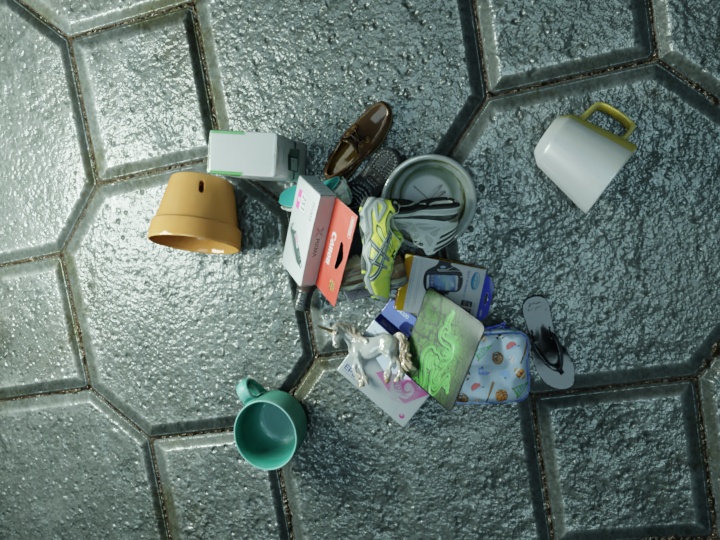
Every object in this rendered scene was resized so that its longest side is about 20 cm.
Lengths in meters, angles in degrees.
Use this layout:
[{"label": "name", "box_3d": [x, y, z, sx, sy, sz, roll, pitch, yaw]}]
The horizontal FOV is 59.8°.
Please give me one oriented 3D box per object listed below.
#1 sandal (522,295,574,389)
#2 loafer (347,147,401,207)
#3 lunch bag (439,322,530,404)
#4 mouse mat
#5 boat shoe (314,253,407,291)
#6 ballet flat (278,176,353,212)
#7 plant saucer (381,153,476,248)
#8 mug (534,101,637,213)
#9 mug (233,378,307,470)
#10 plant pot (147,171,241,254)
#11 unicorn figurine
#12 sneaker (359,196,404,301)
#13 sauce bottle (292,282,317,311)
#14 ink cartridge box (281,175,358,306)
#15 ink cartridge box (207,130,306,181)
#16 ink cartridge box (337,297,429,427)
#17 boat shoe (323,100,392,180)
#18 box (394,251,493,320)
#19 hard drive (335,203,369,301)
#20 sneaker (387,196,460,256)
[{"label": "sandal", "box_3d": [0.381, 0.153, 1.288, 0.075, 0.043, 0.204, -22, 92, 14]}, {"label": "loafer", "box_3d": [0.023, -0.179, 1.314, 0.199, 0.071, 0.073, -40, 90, 31]}, {"label": "lunch bag", "box_3d": [0.256, 0.190, 1.291, 0.194, 0.076, 0.165, -3, 93, 1]}, {"label": "mouse mat", "box_3d": [0.159, 0.156, 1.259, 0.160, 0.007, 0.204, 36, 118, 39]}, {"label": "boat shoe", "box_3d": [0.000, 0.000, 1.281, 0.194, 0.076, 0.074, -3, 100, 12]}, {"label": "ballet flat", "box_3d": [-0.093, -0.146, 1.320, 0.197, 0.071, 0.074, -4, 97, 44]}, {"label": "plant saucer", "box_3d": [0.137, -0.145, 1.282, 0.194, 0.051, 0.205, -1, 117, -1]}, {"label": "mug", "box_3d": [0.425, -0.223, 1.202, 0.152, 0.186, 0.151, 38, 136, 14]}, {"label": "mug", "box_3d": [-0.195, 0.333, 1.400, 0.148, 0.114, 0.191, 2, 97, 12]}, {"label": "plant pot", "box_3d": [-0.349, -0.123, 1.349, 0.194, 0.200, 0.144, 3, 80, 12]}, {"label": "unicorn figurine", "box_3d": [0.013, 0.173, 1.324, 0.194, 0.074, 0.141, -8, 84, 0]}, {"label": "sneaker", "box_3d": [0.043, -0.036, 1.178, 0.074, 0.076, 0.205, 0, 112, 16]}, {"label": "sauce bottle", "box_3d": [-0.105, -0.013, 1.363, 0.064, 0.066, 0.205, 14, 100, 10]}, {"label": "ink cartridge box", "box_3d": [-0.086, -0.057, 1.231, 0.174, 0.043, 0.204, 46, 130, 45]}, {"label": "ink cartridge box", "box_3d": [-0.207, -0.231, 1.289, 0.142, 0.200, 0.087, 5, 95, 11]}, {"label": "ink cartridge box", "box_3d": [0.080, 0.201, 1.362, 0.195, 0.043, 0.202, 38, 104, 6]}, {"label": "boat shoe", "box_3d": [-0.005, -0.265, 1.307, 0.072, 0.068, 0.201, 41, 103, 4]}, {"label": "box", "box_3d": [0.176, 0.039, 1.308, 0.194, 0.042, 0.122, 11, 99, -3]}, {"label": "hard drive", "box_3d": [0.000, -0.042, 1.319, 0.132, 0.043, 0.204, -14, 115, 13]}, {"label": "sneaker", "box_3d": [0.100, -0.078, 1.245, 0.195, 0.076, 0.118, -2, 116, -2]}]
